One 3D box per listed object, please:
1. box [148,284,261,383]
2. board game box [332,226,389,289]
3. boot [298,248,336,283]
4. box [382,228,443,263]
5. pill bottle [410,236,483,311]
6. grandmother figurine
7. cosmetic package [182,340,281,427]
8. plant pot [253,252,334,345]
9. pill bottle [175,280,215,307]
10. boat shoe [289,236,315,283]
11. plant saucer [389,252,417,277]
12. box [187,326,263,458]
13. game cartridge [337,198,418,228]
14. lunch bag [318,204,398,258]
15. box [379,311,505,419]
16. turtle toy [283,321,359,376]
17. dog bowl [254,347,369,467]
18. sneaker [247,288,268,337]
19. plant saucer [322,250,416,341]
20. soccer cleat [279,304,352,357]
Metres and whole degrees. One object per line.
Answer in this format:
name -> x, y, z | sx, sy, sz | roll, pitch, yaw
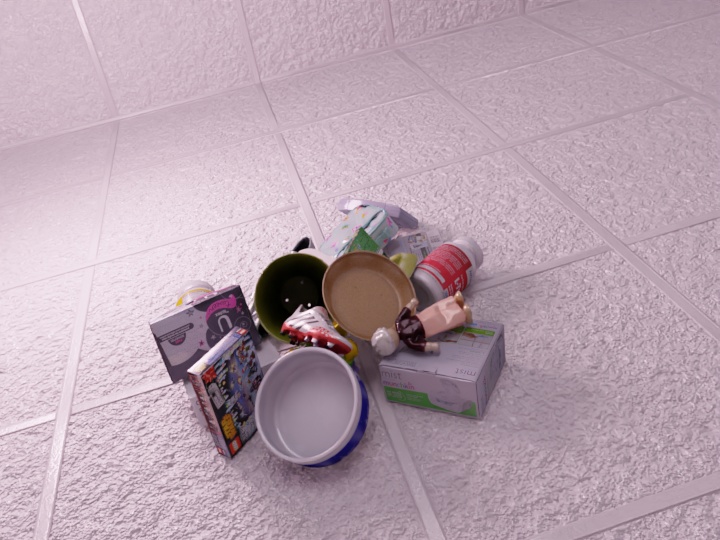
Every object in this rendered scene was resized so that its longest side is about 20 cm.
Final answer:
box -> -0.322, 0.125, 1.500 | 0.197, 0.135, 0.114 | -24, 7, -18
board game box -> 0.000, 0.000, 1.561 | 0.023, 0.105, 0.201 | -32, 19, 36
boot -> -0.084, 0.018, 1.726 | 0.072, 0.092, 0.199 | -21, 28, -23
box -> 0.113, -0.031, 1.793 | 0.195, 0.042, 0.157 | -12, 32, 0
pill bottle -> 0.189, 0.008, 1.636 | 0.111, 0.114, 0.199 | 18, 43, 39
grandmother figurine -> 0.114, 0.109, 1.378 | 0.196, 0.061, 0.122 | -20, 40, -9
cosmetic package -> -0.252, 0.226, 1.474 | 0.197, 0.073, 0.101 | -23, 24, -16
plant pot -> -0.136, 0.061, 1.602 | 0.183, 0.191, 0.200 | -14, 0, -4
pill bottle -> -0.367, 0.112, 1.663 | 0.112, 0.116, 0.201 | -17, 31, -8
boat shoe -> -0.167, -0.017, 1.837 | 0.068, 0.073, 0.202 | 1, 34, 21
plant saucer -> 0.048, 0.030, 1.620 | 0.200, 0.031, 0.201 | -44, 13, 13
box -> -0.236, 0.227, 1.354 | 0.039, 0.203, 0.137 | 11, 38, 33
game cartridge -> 0.043, -0.154, 1.940 | 0.197, 0.041, 0.133 | 11, -3, 31
lunch bag -> -0.006, -0.076, 1.799 | 0.201, 0.077, 0.160 | -49, 28, -12
box -> 0.161, 0.175, 1.399 | 0.196, 0.098, 0.177 | 6, 36, 26
turtle toy -> -0.059, 0.199, 1.427 | 0.144, 0.102, 0.200 | -31, 32, -3
dog bowl -> -0.085, 0.245, 1.300 | 0.196, 0.079, 0.205 | -7, 67, 16
sneaker -> -0.221, 0.107, 1.676 | 0.085, 0.079, 0.202 | 11, 46, 18
plant saucer -> 0.015, 0.056, 1.451 | 0.196, 0.036, 0.204 | 9, 58, -14
soccer cleat -> -0.078, 0.112, 1.401 | 0.198, 0.069, 0.086 | 8, 57, 50
